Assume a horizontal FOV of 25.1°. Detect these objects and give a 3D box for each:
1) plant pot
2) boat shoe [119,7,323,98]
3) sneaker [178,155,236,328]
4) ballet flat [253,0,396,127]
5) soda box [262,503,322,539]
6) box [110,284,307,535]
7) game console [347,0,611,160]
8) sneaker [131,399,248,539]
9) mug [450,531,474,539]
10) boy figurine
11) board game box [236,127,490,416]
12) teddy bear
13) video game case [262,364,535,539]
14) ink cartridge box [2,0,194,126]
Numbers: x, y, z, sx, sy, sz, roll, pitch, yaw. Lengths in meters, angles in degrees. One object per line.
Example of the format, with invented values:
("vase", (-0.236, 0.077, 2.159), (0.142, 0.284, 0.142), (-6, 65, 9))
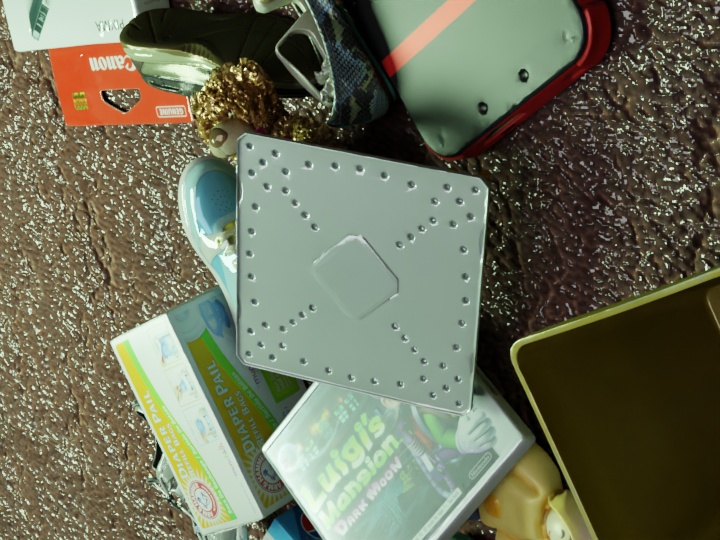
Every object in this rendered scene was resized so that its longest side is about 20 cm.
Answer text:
("plant pot", (0.252, 0.084, 1.030), (0.199, 0.176, 0.202), (-24, 91, 48))
("boat shoe", (-0.108, -0.172, 1.348), (0.199, 0.072, 0.066), (13, 145, 26))
("sneaker", (-0.081, -0.005, 1.361), (0.202, 0.079, 0.130), (63, 163, -13))
("ballet flat", (-0.045, -0.201, 1.253), (0.074, 0.074, 0.202), (-36, 81, 47))
("soda box", (-0.072, 0.298, 1.532), (0.064, 0.068, 0.201), (45, 135, 18))
("box", (-0.121, 0.122, 1.464), (0.101, 0.112, 0.202), (-24, 93, 48))
("game console", (0.081, -0.191, 1.179), (0.200, 0.031, 0.178), (-37, 78, 47))
("sneaker", (-0.164, 0.204, 1.541), (0.075, 0.081, 0.202), (136, 118, -66))
("mug", (0.032, 0.323, 1.380), (0.115, 0.152, 0.185), (49, 135, 10))
("boy figurine", (0.119, 0.187, 1.296), (0.199, 0.064, 0.126), (25, 123, 38))
("board game box", (0.000, 0.000, 1.234), (0.198, 0.026, 0.202), (12, 120, 17))
("teddy bear", (-0.058, -0.075, 1.291), (0.144, 0.067, 0.201), (16, 150, 47))
("video game case", (0.025, 0.141, 1.313), (0.201, 0.023, 0.182), (-52, 57, 20))
("ink cartridge box", (-0.246, -0.214, 1.477), (0.199, 0.043, 0.176), (3, 110, 44))
